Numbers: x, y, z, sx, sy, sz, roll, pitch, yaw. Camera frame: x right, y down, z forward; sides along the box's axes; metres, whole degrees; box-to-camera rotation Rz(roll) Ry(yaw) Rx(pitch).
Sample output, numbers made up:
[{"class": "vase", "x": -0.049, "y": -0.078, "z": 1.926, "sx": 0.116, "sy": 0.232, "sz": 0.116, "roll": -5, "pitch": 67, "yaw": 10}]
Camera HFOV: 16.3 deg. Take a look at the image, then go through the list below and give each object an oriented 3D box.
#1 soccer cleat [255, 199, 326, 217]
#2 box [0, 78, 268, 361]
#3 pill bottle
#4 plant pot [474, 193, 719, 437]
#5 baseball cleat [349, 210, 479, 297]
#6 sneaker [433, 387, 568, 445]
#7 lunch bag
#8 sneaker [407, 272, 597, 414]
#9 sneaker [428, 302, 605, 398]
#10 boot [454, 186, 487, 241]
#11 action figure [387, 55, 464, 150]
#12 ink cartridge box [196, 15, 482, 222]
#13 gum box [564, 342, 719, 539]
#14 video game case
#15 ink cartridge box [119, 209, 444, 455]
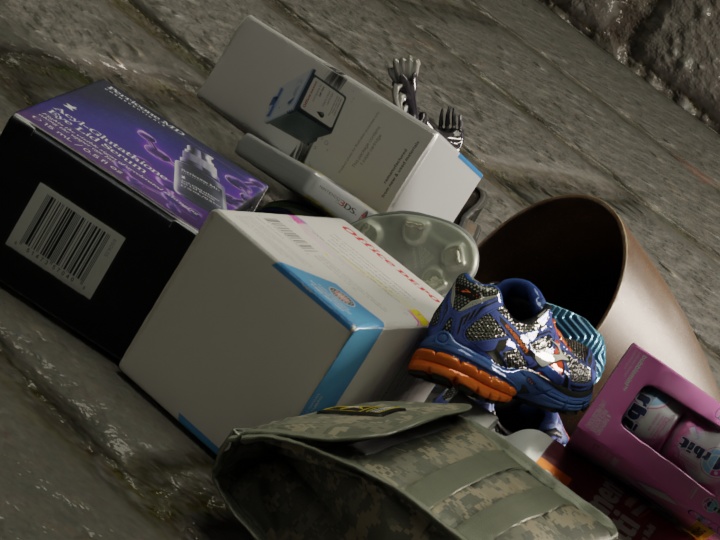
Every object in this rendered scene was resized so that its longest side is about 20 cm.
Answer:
[{"class": "soccer cleat", "x": -0.010, "y": 0.013, "z": 1.917, "sx": 0.200, "sy": 0.065, "sz": 0.084, "roll": 37, "pitch": 19, "yaw": 28}, {"class": "box", "x": -0.166, "y": -0.038, "z": 1.682, "sx": 0.148, "sy": 0.105, "sz": 0.200, "roll": 32, "pitch": 15, "yaw": 2}, {"class": "pill bottle", "x": 0.119, "y": 0.170, "z": 1.587, "sx": 0.200, "sy": 0.110, "sz": 0.110, "roll": 35, "pitch": 15, "yaw": 8}, {"class": "plant pot", "x": 0.188, "y": 0.073, "z": 1.950, "sx": 0.200, "sy": 0.187, "sz": 0.187, "roll": 40, "pitch": 9, "yaw": -34}, {"class": "baseball cleat", "x": 0.000, "y": 0.000, "z": 1.787, "sx": 0.199, "sy": 0.070, "sz": 0.106, "roll": -6, "pitch": -6, "yaw": 22}, {"class": "sneaker", "x": 0.126, "y": 0.132, "z": 1.750, "sx": 0.199, "sy": 0.079, "sz": 0.075, "roll": 23, "pitch": 18, "yaw": -32}, {"class": "lunch bag", "x": 0.026, "y": 0.143, "z": 1.468, "sx": 0.200, "sy": 0.118, "sz": 0.164, "roll": 37, "pitch": 19, "yaw": 20}, {"class": "sneaker", "x": 0.106, "y": 0.047, "z": 1.637, "sx": 0.075, "sy": 0.079, "sz": 0.200, "roll": 20, "pitch": 4, "yaw": 27}, {"class": "sneaker", "x": 0.076, "y": 0.056, "z": 1.801, "sx": 0.199, "sy": 0.077, "sz": 0.081, "roll": 1, "pitch": 3, "yaw": -6}, {"class": "boot", "x": 0.022, "y": -0.071, "z": 2.231, "sx": 0.174, "sy": 0.069, "sz": 0.200, "roll": 30, "pitch": 15, "yaw": -6}, {"class": "action figure", "x": 0.016, "y": -0.136, "z": 2.340, "sx": 0.200, "sy": 0.118, "sz": 0.103, "roll": 14, "pitch": 60, "yaw": -63}, {"class": "ink cartridge box", "x": -0.015, "y": -0.111, "z": 2.056, "sx": 0.200, "sy": 0.086, "sz": 0.146, "roll": 32, "pitch": -1, "yaw": 22}, {"class": "gum box", "x": 0.195, "y": 0.116, "z": 1.600, "sx": 0.113, "sy": 0.066, "sz": 0.200, "roll": 34, "pitch": -8, "yaw": 7}, {"class": "video game case", "x": 0.003, "y": -0.036, "z": 1.925, "sx": 0.182, "sy": 0.023, "sz": 0.200, "roll": 34, "pitch": 0, "yaw": -21}, {"class": "ink cartridge box", "x": -0.033, "y": 0.049, "z": 1.633, "sx": 0.128, "sy": 0.126, "sz": 0.200, "roll": 39, "pitch": 16, "yaw": 23}]
